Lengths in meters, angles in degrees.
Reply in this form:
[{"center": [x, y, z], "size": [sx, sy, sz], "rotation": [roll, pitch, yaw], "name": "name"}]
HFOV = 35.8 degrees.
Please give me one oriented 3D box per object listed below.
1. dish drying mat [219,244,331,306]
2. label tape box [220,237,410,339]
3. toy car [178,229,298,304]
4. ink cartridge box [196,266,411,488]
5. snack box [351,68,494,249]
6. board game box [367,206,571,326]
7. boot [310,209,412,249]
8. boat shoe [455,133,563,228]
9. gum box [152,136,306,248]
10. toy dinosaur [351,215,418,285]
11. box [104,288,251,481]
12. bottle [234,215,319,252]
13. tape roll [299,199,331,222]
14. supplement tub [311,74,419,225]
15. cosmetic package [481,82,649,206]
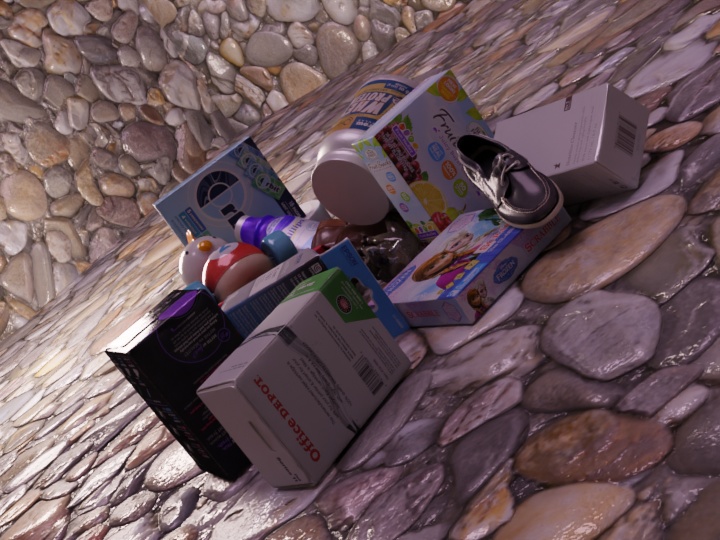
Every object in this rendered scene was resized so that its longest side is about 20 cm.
[{"center": [-0.114, 0.019, 1.547], "size": [0.200, 0.018, 0.077], "rotation": [-28, -20, 23], "name": "dish drying mat"}, {"center": [-0.056, 0.054, 1.395], "size": [0.200, 0.143, 0.066], "rotation": [-31, 16, 17], "name": "label tape box"}, {"center": [-0.225, -0.004, 1.739], "size": [0.184, 0.200, 0.177], "rotation": [-35, -31, -23], "name": "toy car"}, {"center": [-0.058, 0.117, 1.210], "size": [0.083, 0.147, 0.200], "rotation": [-20, 21, 49], "name": "ink cartridge box"}, {"center": [0.111, -0.146, 1.534], "size": [0.169, 0.200, 0.068], "rotation": [-43, 17, -28], "name": "snack box"}, {"center": [0.130, -0.008, 1.378], "size": [0.200, 0.041, 0.199], "rotation": [-43, 17, -27], "name": "board game box"}, {"center": [0.000, 0.000, 1.600], "size": [0.186, 0.064, 0.200], "rotation": [-7, 38, 19], "name": "boot"}, {"center": [0.170, -0.111, 1.335], "size": [0.073, 0.063, 0.200], "rotation": [-46, 33, 4], "name": "boat shoe"}, {"center": [-0.223, -0.103, 1.903], "size": [0.200, 0.170, 0.045], "rotation": [-38, 15, -8], "name": "gum box"}, {"center": [0.039, -0.022, 1.531], "size": [0.102, 0.077, 0.200], "rotation": [-2, 14, 21], "name": "toy dinosaur"}, {"center": [-0.188, 0.133, 1.330], "size": [0.122, 0.200, 0.106], "rotation": [-42, 16, -23], "name": "box"}, {"center": [-0.116, -0.049, 1.823], "size": [0.200, 0.065, 0.084], "rotation": [16, 57, 32], "name": "bottle"}, {"center": [-0.135, -0.040, 1.984], "size": [0.202, 0.071, 0.202], "rotation": [-32, 16, 10], "name": "tape roll"}, {"center": [0.024, -0.177, 1.636], "size": [0.145, 0.145, 0.200], "rotation": [-20, 30, 44], "name": "supplement tub"}, {"center": [0.251, -0.145, 1.382], "size": [0.200, 0.081, 0.113], "rotation": [-14, 57, 52], "name": "cosmetic package"}]
